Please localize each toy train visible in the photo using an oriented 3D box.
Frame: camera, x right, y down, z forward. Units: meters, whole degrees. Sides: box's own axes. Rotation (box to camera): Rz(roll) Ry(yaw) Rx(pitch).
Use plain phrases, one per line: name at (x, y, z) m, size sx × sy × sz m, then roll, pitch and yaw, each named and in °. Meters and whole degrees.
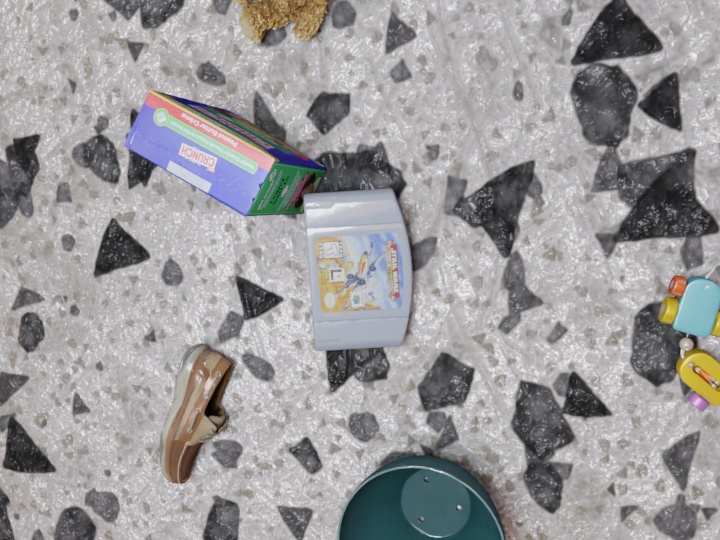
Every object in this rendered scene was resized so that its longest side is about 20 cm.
toy train at (0.424, 0.078, 0.796) m, size 0.149 × 0.056 × 0.202 m, roll -24°, pitch 93°, yaw 15°

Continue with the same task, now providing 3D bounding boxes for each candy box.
candy box at (-0.151, -0.136, 0.844) m, size 0.168 × 0.200 × 0.078 m, roll 30°, pitch 103°, yaw 9°

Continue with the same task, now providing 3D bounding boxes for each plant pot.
plant pot at (0.084, 0.313, 0.869) m, size 0.197 × 0.135 × 0.204 m, roll 2°, pitch 98°, yaw 15°

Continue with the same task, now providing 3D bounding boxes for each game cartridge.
game cartridge at (0.000, 0.000, 0.890) m, size 0.131 × 0.042 × 0.203 m, roll -3°, pitch 100°, yaw 7°

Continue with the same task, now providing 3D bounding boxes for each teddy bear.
teddy bear at (-0.079, -0.360, 0.877) m, size 0.199 × 0.067 × 0.146 m, roll -34°, pitch 78°, yaw 22°

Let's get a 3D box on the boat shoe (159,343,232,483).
boat shoe at (-0.224, 0.205, 0.972) m, size 0.071 × 0.076 × 0.203 m, roll 16°, pitch 102°, yaw 10°
